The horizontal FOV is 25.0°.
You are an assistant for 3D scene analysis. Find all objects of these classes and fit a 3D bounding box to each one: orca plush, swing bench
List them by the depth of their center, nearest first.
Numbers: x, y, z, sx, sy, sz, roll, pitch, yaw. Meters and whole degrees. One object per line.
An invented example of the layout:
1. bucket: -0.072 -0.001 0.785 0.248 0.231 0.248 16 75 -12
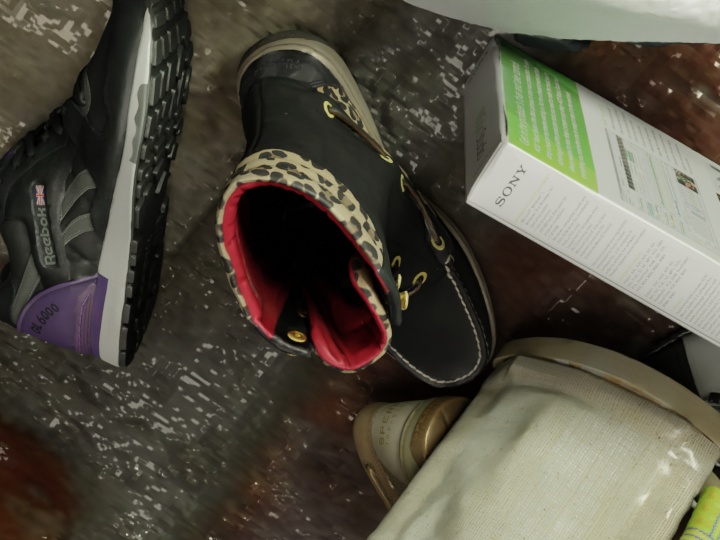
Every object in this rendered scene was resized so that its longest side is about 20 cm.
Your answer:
1. orca plush: 0.116 -0.143 0.704 0.200 0.105 0.071 5 78 27
2. swing bench: 0.103 0.169 0.759 0.130 0.199 0.200 1 132 47

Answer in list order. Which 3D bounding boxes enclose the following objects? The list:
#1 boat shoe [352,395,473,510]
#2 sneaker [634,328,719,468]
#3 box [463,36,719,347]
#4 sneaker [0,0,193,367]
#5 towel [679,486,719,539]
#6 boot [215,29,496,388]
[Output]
1. boat shoe: 0.063 0.142 0.857 0.064 0.071 0.200 0 128 43
2. sneaker: 0.216 0.069 0.794 0.200 0.089 0.074 -11 116 11
3. box: 0.137 -0.022 0.722 0.200 0.144 0.036 30 113 -10
4. sneaker: -0.137 -0.049 0.769 0.087 0.076 0.200 15 116 3
5. towel: 0.141 0.209 0.695 0.023 0.200 0.144 -7 127 50
6. boot: 0.000 0.000 0.737 0.073 0.151 0.200 -23 113 14
